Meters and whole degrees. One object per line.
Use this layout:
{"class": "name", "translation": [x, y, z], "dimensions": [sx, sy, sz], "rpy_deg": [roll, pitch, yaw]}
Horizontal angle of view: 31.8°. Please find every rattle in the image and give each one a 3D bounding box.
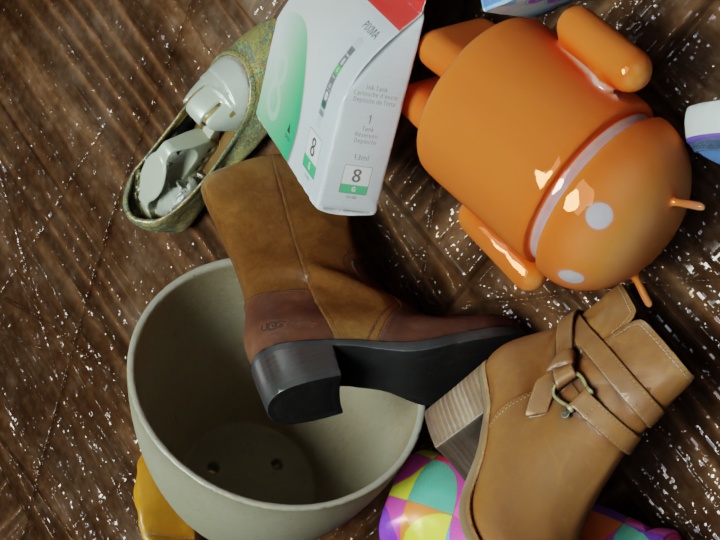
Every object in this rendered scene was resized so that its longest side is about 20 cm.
{"class": "rattle", "translation": [-0.178, 0.266, 1.028], "dimensions": [0.143, 0.129, 0.202], "rpy_deg": [52, 148, 33]}

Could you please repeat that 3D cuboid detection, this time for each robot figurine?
{"class": "robot figurine", "translation": [0.112, -0.071, 0.746], "dimensions": [0.144, 0.116, 0.200], "rpy_deg": [-48, 66, 4]}

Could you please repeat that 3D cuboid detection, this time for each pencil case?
{"class": "pencil case", "translation": [0.105, 0.179, 0.800], "dimensions": [0.198, 0.088, 0.090], "rpy_deg": [10, 101, 35]}

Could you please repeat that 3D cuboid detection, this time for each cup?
{"class": "cup", "translation": [-0.068, 0.113, 0.871], "dimensions": [0.200, 0.199, 0.144], "rpy_deg": [46, 141, 23]}

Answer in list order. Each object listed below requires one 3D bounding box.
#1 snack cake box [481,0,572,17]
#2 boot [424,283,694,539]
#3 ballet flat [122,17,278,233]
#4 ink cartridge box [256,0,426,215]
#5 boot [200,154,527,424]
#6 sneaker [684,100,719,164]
{"class": "snack cake box", "translation": [0.154, -0.236, 0.730], "dimensions": [0.198, 0.067, 0.117], "rpy_deg": [-17, 86, 36]}
{"class": "boot", "translation": [0.131, 0.109, 0.731], "dimensions": [0.154, 0.077, 0.201], "rpy_deg": [-34, 36, 11]}
{"class": "ballet flat", "translation": [-0.116, -0.103, 0.943], "dimensions": [0.071, 0.070, 0.200], "rpy_deg": [52, 121, 20]}
{"class": "ink cartridge box", "translation": [-0.010, -0.160, 0.814], "dimensions": [0.161, 0.049, 0.203], "rpy_deg": [-123, 41, -57]}
{"class": "boot", "translation": [0.000, 0.000, 0.855], "dimensions": [0.069, 0.185, 0.202], "rpy_deg": [87, 167, -51]}
{"class": "sneaker", "translation": [0.258, -0.008, 0.667], "dimensions": [0.197, 0.080, 0.149], "rpy_deg": [12, 98, 29]}
